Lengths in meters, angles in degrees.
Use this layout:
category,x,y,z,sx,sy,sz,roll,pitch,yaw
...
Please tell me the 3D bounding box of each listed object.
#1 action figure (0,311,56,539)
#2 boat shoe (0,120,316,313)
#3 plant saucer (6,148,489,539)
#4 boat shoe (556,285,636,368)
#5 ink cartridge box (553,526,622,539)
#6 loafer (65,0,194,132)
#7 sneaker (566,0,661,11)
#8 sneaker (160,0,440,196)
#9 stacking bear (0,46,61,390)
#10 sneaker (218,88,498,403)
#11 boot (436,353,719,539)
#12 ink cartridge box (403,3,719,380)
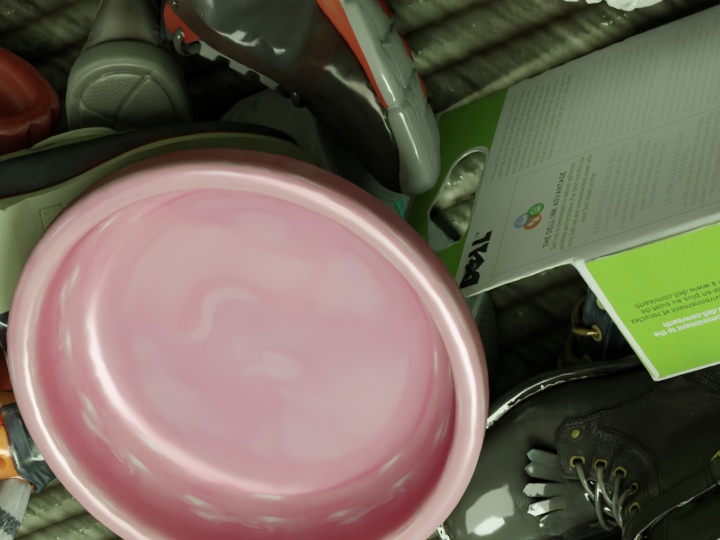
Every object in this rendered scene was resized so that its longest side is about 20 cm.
category,x,y,z,sx,sy,sz,roll,pitch,yaw
action figure,-0.133,0.084,1.326,0.193,0.105,0.200,-37,144,-1
boat shoe,-0.117,-0.027,1.243,0.199,0.063,0.072,-15,120,-15
plant saucer,-0.043,0.035,1.198,0.199,0.051,0.202,7,122,11
boat shoe,0.113,0.038,1.324,0.200,0.071,0.091,-32,109,19
ink cartridge box,0.122,0.193,1.308,0.083,0.200,0.146,-12,101,-13
loafer,-0.098,-0.042,1.326,0.071,0.063,0.201,1,138,-1
sneaker,0.088,-0.142,1.221,0.199,0.077,0.081,-7,128,18
sneaker,-0.040,-0.108,1.245,0.082,0.077,0.201,-33,88,11
stacking bear,-0.202,0.000,1.344,0.121,0.114,0.201,-18,130,-23
sneaker,0.000,0.000,1.332,0.080,0.070,0.201,-11,115,35
boot,0.115,0.099,1.215,0.199,0.174,0.069,-31,113,16
ink cartridge box,0.117,-0.027,1.232,0.199,0.148,0.076,-19,125,31
